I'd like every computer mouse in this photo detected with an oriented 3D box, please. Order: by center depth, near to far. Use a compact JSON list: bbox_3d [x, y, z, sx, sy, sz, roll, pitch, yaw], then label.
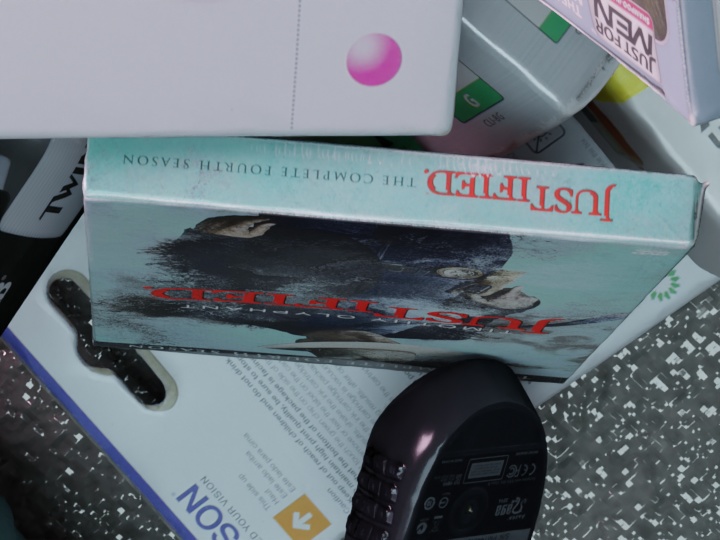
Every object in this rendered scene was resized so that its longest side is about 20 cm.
[{"bbox_3d":[0.007,0.115,0.836,0.034,0.059,0.200,33,113,42],"label":"computer mouse"}]

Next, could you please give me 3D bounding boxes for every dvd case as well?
[{"bbox_3d":[0.000,0.000,0.747,0.146,0.200,0.022,5,79,-5],"label":"dvd case"}]

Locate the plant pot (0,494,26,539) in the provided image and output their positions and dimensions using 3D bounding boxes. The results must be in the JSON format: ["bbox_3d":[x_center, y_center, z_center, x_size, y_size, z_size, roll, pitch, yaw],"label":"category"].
[{"bbox_3d":[-0.135,0.171,0.880,0.200,0.200,0.196,-40,109,18],"label":"plant pot"}]

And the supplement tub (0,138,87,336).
[{"bbox_3d":[-0.141,-0.021,0.737,0.122,0.123,0.200,34,104,-6],"label":"supplement tub"}]

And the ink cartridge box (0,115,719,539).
[{"bbox_3d":[-0.020,-0.025,0.866,0.200,0.041,0.200,-36,102,17],"label":"ink cartridge box"}]

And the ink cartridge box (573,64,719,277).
[{"bbox_3d":[0.099,-0.114,0.778,0.145,0.083,0.200,-41,102,-2],"label":"ink cartridge box"}]

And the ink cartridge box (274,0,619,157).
[{"bbox_3d":[-0.040,-0.098,0.740,0.200,0.161,0.050,38,69,-10],"label":"ink cartridge box"}]

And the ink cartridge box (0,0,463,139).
[{"bbox_3d":[-0.070,-0.125,0.604,0.196,0.043,0.200,-1,116,-9],"label":"ink cartridge box"}]

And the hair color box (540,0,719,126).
[{"bbox_3d":[0.130,-0.105,0.602,0.200,0.099,0.061,-20,123,-16],"label":"hair color box"}]
